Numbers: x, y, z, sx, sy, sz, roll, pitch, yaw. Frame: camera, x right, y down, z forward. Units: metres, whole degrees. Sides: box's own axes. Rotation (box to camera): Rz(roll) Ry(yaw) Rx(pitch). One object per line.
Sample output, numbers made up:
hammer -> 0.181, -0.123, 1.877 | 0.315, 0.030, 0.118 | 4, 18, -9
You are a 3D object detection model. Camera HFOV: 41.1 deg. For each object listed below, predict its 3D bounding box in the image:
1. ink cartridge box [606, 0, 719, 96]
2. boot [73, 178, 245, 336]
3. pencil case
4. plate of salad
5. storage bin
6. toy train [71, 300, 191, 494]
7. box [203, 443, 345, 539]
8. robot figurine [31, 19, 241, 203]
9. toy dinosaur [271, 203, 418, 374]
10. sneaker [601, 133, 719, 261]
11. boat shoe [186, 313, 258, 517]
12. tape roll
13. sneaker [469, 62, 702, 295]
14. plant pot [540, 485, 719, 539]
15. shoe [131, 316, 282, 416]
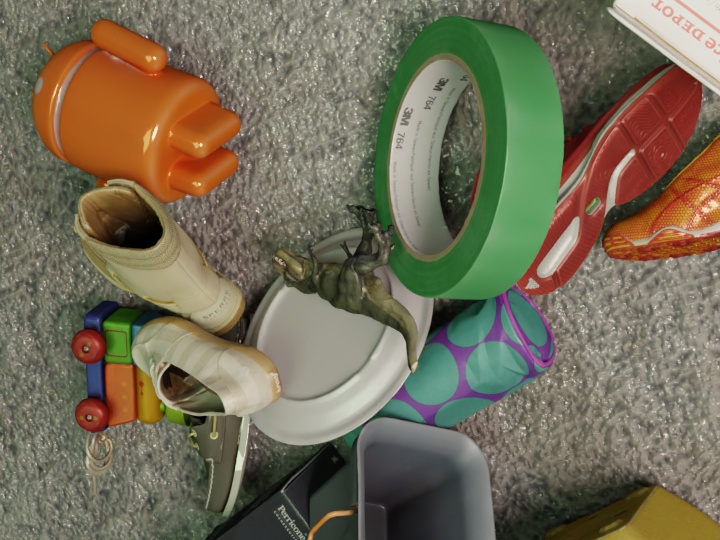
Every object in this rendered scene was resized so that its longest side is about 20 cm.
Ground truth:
ink cartridge box -> 0.228, -0.158, 0.595 | 0.117, 0.200, 0.068 | 40, 116, 9
boot -> -0.205, -0.029, 0.841 | 0.199, 0.156, 0.073 | 32, 77, 31
pencil case -> 0.065, 0.086, 0.804 | 0.199, 0.093, 0.085 | -34, 134, 27
plate of salad -> -0.019, 0.055, 0.805 | 0.198, 0.202, 0.048 | -20, 139, 28
storage bin -> 0.013, 0.239, 0.762 | 0.134, 0.144, 0.202 | -44, 40, 47
toy train -> -0.214, 0.136, 0.954 | 0.114, 0.085, 0.203 | 5, 107, 9
box -> -0.049, 0.305, 0.907 | 0.182, 0.104, 0.201 | -41, 86, 26
robot figurine -> -0.204, -0.131, 0.847 | 0.198, 0.144, 0.118 | 23, 77, 16
toy dinosaur -> 0.000, 0.000, 0.748 | 0.199, 0.047, 0.089 | 30, 110, 51
sneaker -> 0.265, -0.063, 0.692 | 0.199, 0.073, 0.078 | -27, 69, 26
boat shoe -> -0.132, 0.135, 0.906 | 0.059, 0.072, 0.204 | 7, 104, -10
tape roll -> 0.072, -0.080, 0.705 | 0.200, 0.048, 0.203 | -177, 90, -65
sneaker -> 0.153, -0.088, 0.720 | 0.200, 0.078, 0.115 | -47, 41, -2
plant pot -> 0.220, 0.288, 0.741 | 0.193, 0.195, 0.202 | -34, 78, 28
shoe -> -0.146, 0.084, 0.812 | 0.199, 0.053, 0.071 | 6, 124, 48
